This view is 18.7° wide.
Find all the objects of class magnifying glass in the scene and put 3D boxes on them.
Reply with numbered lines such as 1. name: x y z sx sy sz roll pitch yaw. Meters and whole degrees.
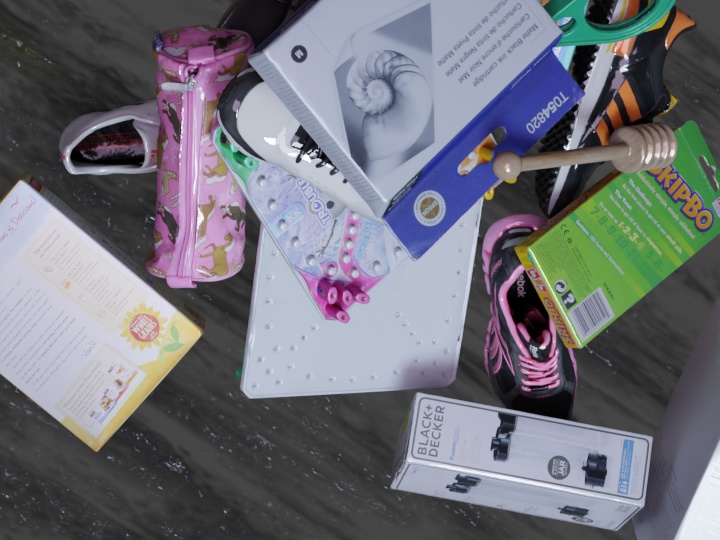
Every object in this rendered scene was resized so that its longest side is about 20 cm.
1. magnifying glass: 0.147 -0.188 1.667 0.200 0.022 0.080 -22 144 2

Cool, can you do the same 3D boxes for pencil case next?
1. pencil case: -0.124 -0.088 1.686 0.086 0.083 0.201 -15 121 -36

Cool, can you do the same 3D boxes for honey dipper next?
1. honey dipper: 0.168 -0.088 1.667 0.038 0.200 0.038 10 104 45

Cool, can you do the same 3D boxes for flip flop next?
1. flip flop: -0.068 -0.219 1.736 0.081 0.058 0.201 19 86 -14

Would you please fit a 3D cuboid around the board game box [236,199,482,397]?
1. board game box: 0.000 0.000 1.762 0.199 0.026 0.201 -1 109 -30

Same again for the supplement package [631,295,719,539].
1. supplement package: 0.327 0.159 1.766 0.147 0.191 0.200 21 105 -6

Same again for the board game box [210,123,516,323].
1. board game box: 0.009 -0.088 1.695 0.200 0.026 0.200 -40 123 -14

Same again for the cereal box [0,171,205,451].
1. cereal box: -0.249 0.035 1.819 0.200 0.040 0.144 41 102 -9

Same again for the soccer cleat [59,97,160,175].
1. soccer cleat: -0.146 -0.111 1.753 0.199 0.085 0.069 -10 105 4

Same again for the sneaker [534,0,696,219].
1. sneaker: 0.207 -0.126 1.753 0.090 0.070 0.201 14 108 -12

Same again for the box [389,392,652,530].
1. box: 0.130 0.159 1.803 0.199 0.117 0.060 10 72 -1

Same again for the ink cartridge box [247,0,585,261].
1. ink cartridge box: 0.051 -0.144 1.591 0.200 0.041 0.200 -45 106 -17

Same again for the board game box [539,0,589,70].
1. board game box: 0.085 -0.239 1.734 0.199 0.045 0.153 15 103 -4

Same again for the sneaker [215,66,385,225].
1. sneaker: -0.017 -0.090 1.617 0.200 0.080 0.074 26 94 -33

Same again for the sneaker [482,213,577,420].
1. sneaker: 0.140 0.059 1.786 0.079 0.095 0.201 -11 116 1

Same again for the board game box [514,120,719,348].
1. board game box: 0.218 -0.032 1.754 0.200 0.030 0.096 -36 107 -24
